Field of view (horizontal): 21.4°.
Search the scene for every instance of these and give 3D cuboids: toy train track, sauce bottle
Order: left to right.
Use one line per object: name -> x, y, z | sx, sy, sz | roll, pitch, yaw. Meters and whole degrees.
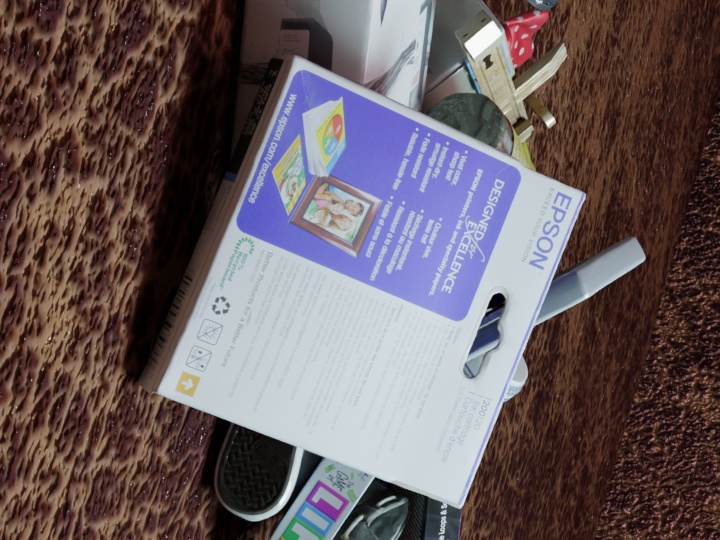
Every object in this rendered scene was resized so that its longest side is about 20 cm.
sauce bottle -> 0.091, -0.046, 1.268 | 0.200, 0.064, 0.065 | 55, 49, -60
toy train track -> 0.094, -0.115, 1.247 | 0.114, 0.033, 0.200 | -40, 161, -1

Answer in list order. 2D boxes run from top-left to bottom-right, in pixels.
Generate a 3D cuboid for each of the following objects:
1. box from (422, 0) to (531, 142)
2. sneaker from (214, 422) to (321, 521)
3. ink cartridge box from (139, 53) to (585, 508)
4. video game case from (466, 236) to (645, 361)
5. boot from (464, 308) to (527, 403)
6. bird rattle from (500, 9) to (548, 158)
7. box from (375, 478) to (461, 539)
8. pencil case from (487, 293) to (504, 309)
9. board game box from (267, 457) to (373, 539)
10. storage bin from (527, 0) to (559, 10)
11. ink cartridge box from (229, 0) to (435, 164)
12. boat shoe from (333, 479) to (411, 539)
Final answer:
box -> 0.055, -0.136, 1.319 | 0.077, 0.095, 0.200 | -37, 163, -2
sneaker -> -0.041, 0.064, 1.237 | 0.085, 0.072, 0.202 | 61, 52, -78
ink cartridge box -> 0.004, 0.009, 1.070 | 0.200, 0.198, 0.043 | -67, -159, 0
video game case -> 0.089, 0.037, 1.251 | 0.022, 0.181, 0.200 | 62, 20, 2
boot -> 0.045, 0.032, 1.441 | 0.072, 0.201, 0.090 | 12, 133, -45
bird rattle -> 0.079, -0.125, 1.540 | 0.201, 0.111, 0.164 | -80, -176, -53
box -> 0.046, 0.170, 1.554 | 0.143, 0.036, 0.202 | -121, -148, -58
pencil case -> 0.000, 0.014, 1.154 | 0.199, 0.078, 0.088 | -24, 90, -30
board game box -> -0.016, 0.142, 1.299 | 0.135, 0.034, 0.200 | -57, 178, 17
storage bin -> 0.075, -0.264, 1.098 | 0.199, 0.093, 0.136 | 35, 34, -34
ink cartridge box -> -0.012, -0.138, 1.140 | 0.146, 0.084, 0.202 | -44, 146, -64
boat shoe -> -0.012, 0.211, 1.438 | 0.200, 0.070, 0.073 | -54, 153, -57
